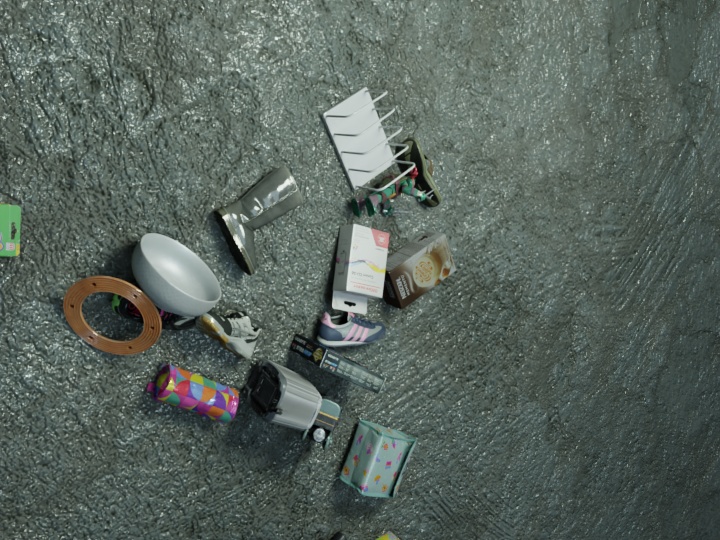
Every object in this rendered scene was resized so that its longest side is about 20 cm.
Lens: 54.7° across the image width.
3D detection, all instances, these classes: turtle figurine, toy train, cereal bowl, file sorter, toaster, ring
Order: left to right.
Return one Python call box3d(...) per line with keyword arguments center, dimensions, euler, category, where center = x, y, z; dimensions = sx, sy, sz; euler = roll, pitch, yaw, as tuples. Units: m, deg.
box3d(center=(-0.493, 0.089, 1.392), dimensions=(0.194, 0.019, 0.205), euler=(3, 127, 4), category="ring")
box3d(center=(-0.386, 0.022, 1.423), dimensions=(0.198, 0.201, 0.083), euler=(35, 107, -34), category="cereal bowl")
box3d(center=(-0.175, 0.291, 1.604), dimensions=(0.127, 0.199, 0.116), euler=(25, 89, -33), category="toaster")
box3d(center=(-0.096, 0.361, 1.686), dimensions=(0.083, 0.200, 0.117), euler=(23, 82, -4), category="toy train")
box3d(center=(0.025, -0.310, 1.649), dimensions=(0.138, 0.124, 0.203), euler=(-35, 117, -22), category="file sorter")
box3d(center=(0.081, -0.185, 1.714), dimensions=(0.196, 0.149, 0.103), euler=(-21, 86, -30), category="turtle figurine")

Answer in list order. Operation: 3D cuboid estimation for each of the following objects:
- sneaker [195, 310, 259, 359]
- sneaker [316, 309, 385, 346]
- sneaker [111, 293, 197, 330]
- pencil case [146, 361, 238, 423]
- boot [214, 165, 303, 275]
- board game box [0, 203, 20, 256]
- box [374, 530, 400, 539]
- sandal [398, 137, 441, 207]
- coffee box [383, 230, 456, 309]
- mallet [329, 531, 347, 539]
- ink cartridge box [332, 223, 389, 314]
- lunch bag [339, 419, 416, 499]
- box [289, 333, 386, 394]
box3d(center=(-0.293, 0.121, 1.553), dimensions=(0.089, 0.074, 0.201), euler=(-64, 151, -17), category="sneaker")
box3d(center=(-0.015, 0.137, 1.748), dimensions=(0.196, 0.070, 0.084), euler=(-5, 115, -33), category="sneaker")
box3d(center=(-0.422, 0.091, 1.467), dimensions=(0.196, 0.083, 0.079), euler=(10, 96, -34), category="sneaker")
box3d(center=(-0.367, 0.275, 1.549), dimensions=(0.198, 0.088, 0.090), euler=(30, 84, -32), category="pencil case")
box3d(center=(-0.215, -0.113, 1.577), dimensions=(0.198, 0.072, 0.186), euler=(-35, 119, -30), category="boot")
box3d(center=(-0.727, -0.077, 1.265), dimensions=(0.195, 0.030, 0.098), euler=(2, 100, -31), category="board game box")
box3d(center=(0.044, 0.865, 1.901), dimensions=(0.197, 0.121, 0.198), euler=(-17, 115, -36), category="box")
box3d(center=(0.156, -0.255, 1.785), dimensions=(0.058, 0.078, 0.203), euler=(-52, 131, -32), category="sandal")
box3d(center=(0.144, -0.003, 1.820), dimensions=(0.198, 0.079, 0.117), euler=(-34, 117, -23), category="coffee box")
box3d(center=(-0.043, 0.803, 1.906), dimensions=(0.065, 0.041, 0.204), euler=(-33, 120, -24), category="mallet")
box3d(center=(0.000, 0.000, 1.710), dimensions=(0.114, 0.067, 0.206), euler=(11, 82, -35), category="ink cartridge box")
box3d(center=(0.063, 0.510, 1.860), dimensions=(0.198, 0.120, 0.174), euler=(26, 84, -42), category="lunch bag")
box3d(center=(-0.056, 0.226, 1.693), dimensions=(0.198, 0.158, 0.047), euler=(30, 84, -33), category="box")
